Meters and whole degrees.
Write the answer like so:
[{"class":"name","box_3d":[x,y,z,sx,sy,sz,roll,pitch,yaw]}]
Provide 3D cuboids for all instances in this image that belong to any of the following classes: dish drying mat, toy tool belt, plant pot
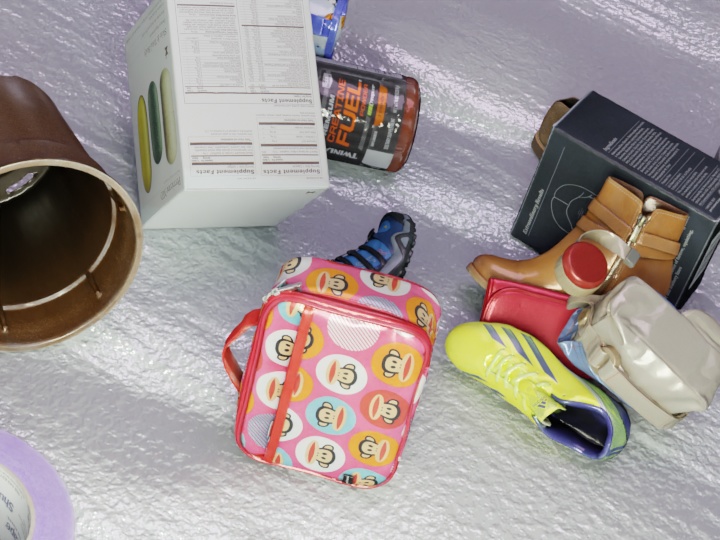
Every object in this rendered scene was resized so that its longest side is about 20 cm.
[{"class":"dish drying mat","box_3d":[0.214,0.065,1.757,0.198,0.078,0.018,13,1,-8]},{"class":"toy tool belt","box_3d":[0.246,0.067,1.694,0.200,0.123,0.125,40,58,-3]},{"class":"plant pot","box_3d":[-0.318,-0.067,1.605,0.199,0.202,0.199,-2,37,-24]}]

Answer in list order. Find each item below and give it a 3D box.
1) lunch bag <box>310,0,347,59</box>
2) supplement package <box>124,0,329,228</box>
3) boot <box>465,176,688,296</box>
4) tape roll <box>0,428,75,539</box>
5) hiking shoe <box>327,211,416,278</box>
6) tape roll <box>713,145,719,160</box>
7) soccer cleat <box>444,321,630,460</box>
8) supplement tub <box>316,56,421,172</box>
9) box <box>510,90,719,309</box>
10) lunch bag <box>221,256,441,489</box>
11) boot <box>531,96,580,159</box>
[{"class":"lunch bag","box_3d":[-0.097,-0.294,1.950,0.168,0.125,0.200,15,9,-1]},{"class":"supplement package","box_3d":[-0.134,-0.157,1.739,0.149,0.152,0.202,-2,78,-24]},{"class":"boot","box_3d":[0.220,-0.021,1.779,0.198,0.156,0.077,22,20,2]},{"class":"tape roll","box_3d":[-0.322,0.212,1.353,0.198,0.085,0.201,11,40,-9]},{"class":"hiking shoe","box_3d":[0.000,0.000,1.738,0.086,0.075,0.201,20,39,0]},{"class":"tape roll","box_3d":[0.494,-0.080,2.041,0.198,0.066,0.201,11,41,-10]},{"class":"soccer cleat","box_3d":[0.165,0.112,1.677,0.199,0.065,0.084,31,23,11]},{"class":"supplement tub","box_3d":[-0.041,-0.174,1.899,0.198,0.108,0.107,10,40,-10]},{"class":"box","box_3d":[0.283,-0.067,1.873,0.199,0.149,0.107,32,40,14]},{"class":"lunch bag","box_3d":[-0.033,0.085,1.527,0.175,0.201,0.082,15,37,0]},{"class":"boot","box_3d":[0.273,-0.116,1.987,0.073,0.076,0.200,-19,53,-40]}]
